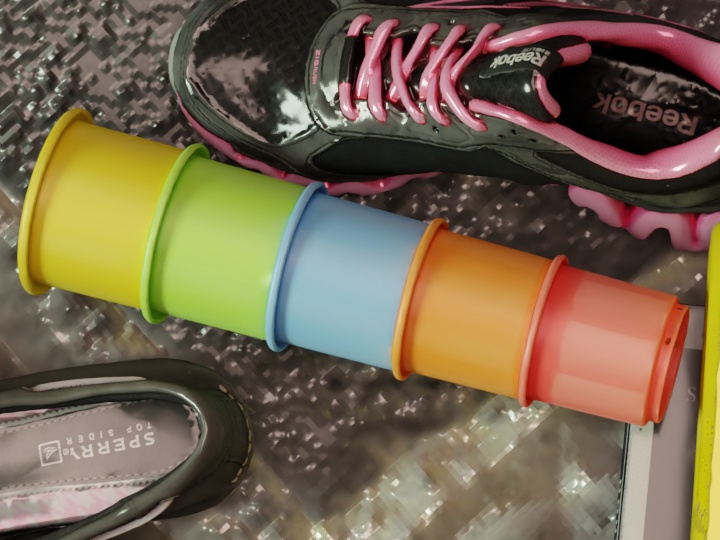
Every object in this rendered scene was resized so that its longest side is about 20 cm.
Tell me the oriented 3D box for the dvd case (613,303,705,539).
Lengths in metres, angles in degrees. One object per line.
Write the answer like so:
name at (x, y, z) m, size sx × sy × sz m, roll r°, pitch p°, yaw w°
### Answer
dvd case at (0.149, 0.115, 0.899) m, size 0.150 × 0.025 × 0.201 m, roll 6°, pitch 84°, yaw 5°

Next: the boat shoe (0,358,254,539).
boat shoe at (-0.132, 0.066, 0.911) m, size 0.200 × 0.057 × 0.067 m, roll -14°, pitch 82°, yaw 3°

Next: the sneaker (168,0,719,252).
sneaker at (0.037, -0.058, 0.895) m, size 0.199 × 0.095 × 0.079 m, roll 8°, pitch 85°, yaw 7°

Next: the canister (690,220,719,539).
canister at (0.196, 0.059, 0.849) m, size 0.199 × 0.087 × 0.149 m, roll 4°, pitch 82°, yaw 6°

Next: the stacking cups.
stacking cups at (0.000, 0.000, 0.902) m, size 0.200 × 0.061 × 0.061 m, roll 13°, pitch 84°, yaw 9°
